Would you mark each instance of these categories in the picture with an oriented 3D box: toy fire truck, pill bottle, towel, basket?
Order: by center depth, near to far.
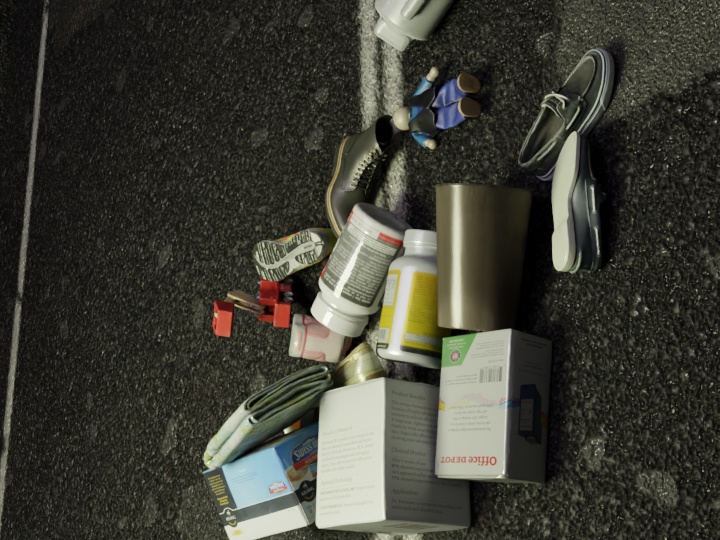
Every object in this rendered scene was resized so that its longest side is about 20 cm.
[{"bbox_3d":[0.173,-0.017,1.561,0.135,0.180,0.202,4,91,27],"label":"basket"},{"bbox_3d":[0.092,0.044,1.671,0.112,0.112,0.201,2,79,53],"label":"pill bottle"},{"bbox_3d":[-0.143,0.221,1.671,0.048,0.171,0.200,55,142,13],"label":"towel"},{"bbox_3d":[0.000,0.000,1.808,0.114,0.113,0.201,46,114,50],"label":"pill bottle"},{"bbox_3d":[-0.191,0.060,1.967,0.200,0.140,0.049,-98,15,-68],"label":"toy fire truck"}]

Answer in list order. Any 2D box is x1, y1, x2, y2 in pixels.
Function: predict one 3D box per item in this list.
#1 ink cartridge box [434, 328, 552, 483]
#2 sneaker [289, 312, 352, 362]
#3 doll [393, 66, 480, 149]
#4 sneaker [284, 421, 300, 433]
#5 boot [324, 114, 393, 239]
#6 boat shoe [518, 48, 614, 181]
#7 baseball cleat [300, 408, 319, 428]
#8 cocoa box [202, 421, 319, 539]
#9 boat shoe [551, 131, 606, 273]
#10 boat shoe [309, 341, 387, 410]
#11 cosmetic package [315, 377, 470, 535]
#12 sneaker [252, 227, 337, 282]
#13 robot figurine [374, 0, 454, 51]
[{"bbox_3d":[0.183,0.193,1.519,0.145,0.087,0.201,-13,66,51],"label":"ink cartridge box"},{"bbox_3d":[-0.071,0.121,1.910,0.200,0.104,0.076,-152,68,-83],"label":"sneaker"},{"bbox_3d":[0.122,-0.270,1.796,0.200,0.048,0.137,-13,76,57],"label":"doll"},{"bbox_3d":[-0.078,0.318,1.828,0.077,0.080,0.201,-51,48,28],"label":"sneaker"},{"bbox_3d":[0.004,-0.161,1.876,0.138,0.077,0.201,-30,55,54],"label":"boot"},{"bbox_3d":[0.289,-0.222,1.535,0.072,0.071,0.201,39,110,51],"label":"boat shoe"},{"bbox_3d":[-0.037,0.269,1.776,0.200,0.106,0.070,-117,8,-51],"label":"baseball cleat"},{"bbox_3d":[-0.129,0.337,1.738,0.199,0.133,0.132,-26,87,43],"label":"cocoa box"},{"bbox_3d":[0.302,-0.091,1.491,0.073,0.061,0.201,131,146,-69],"label":"boat shoe"},{"bbox_3d":[-0.034,0.169,1.713,0.200,0.073,0.063,-34,75,53],"label":"boat shoe"},{"bbox_3d":[0.048,0.277,1.601,0.166,0.167,0.201,-22,60,49],"label":"cosmetic package"},{"bbox_3d":[-0.115,-0.033,1.998,0.199,0.090,0.079,-13,96,40],"label":"sneaker"},{"bbox_3d":[0.101,-0.471,1.838,0.200,0.113,0.170,-54,13,26],"label":"robot figurine"}]
